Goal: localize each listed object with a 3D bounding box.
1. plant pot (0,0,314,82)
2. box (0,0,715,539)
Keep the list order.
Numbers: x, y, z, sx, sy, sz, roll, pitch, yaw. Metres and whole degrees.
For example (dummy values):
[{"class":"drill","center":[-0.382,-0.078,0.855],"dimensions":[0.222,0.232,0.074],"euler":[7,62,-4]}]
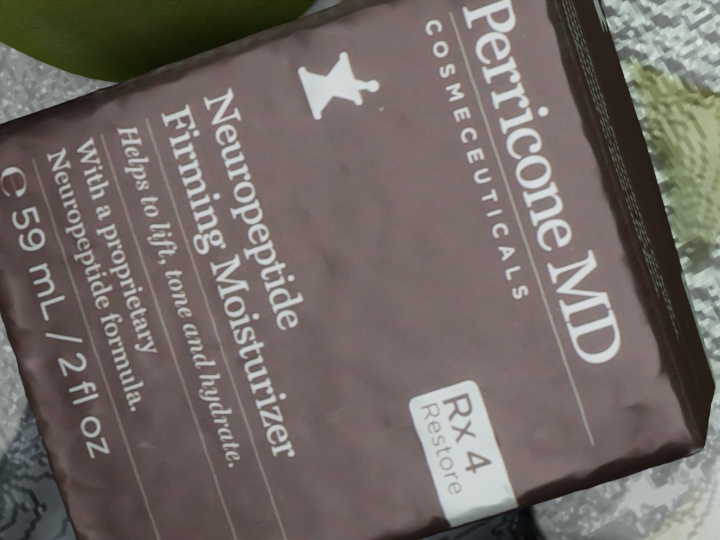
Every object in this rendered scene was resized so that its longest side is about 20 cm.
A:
[{"class":"plant pot","center":[-0.102,-0.155,0.755],"dimensions":[0.185,0.200,0.189],"euler":[1,96,11]},{"class":"box","center":[0.000,0.000,0.767],"dimensions":[0.199,0.164,0.167],"euler":[-18,91,12]}]
